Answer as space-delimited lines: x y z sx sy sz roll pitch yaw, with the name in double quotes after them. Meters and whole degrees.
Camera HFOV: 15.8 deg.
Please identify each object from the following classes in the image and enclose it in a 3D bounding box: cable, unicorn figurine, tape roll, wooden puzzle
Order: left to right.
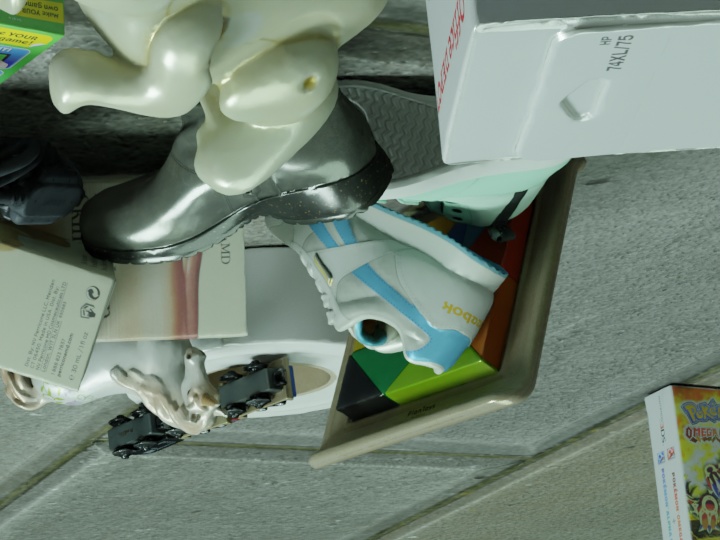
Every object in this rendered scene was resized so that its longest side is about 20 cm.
-0.244 -0.064 1.398 0.162 0.051 0.200 15 -173 16 "cable"
-0.155 0.050 1.725 0.199 0.138 0.074 -16 159 31 "unicorn figurine"
-0.072 0.047 1.850 0.201 0.071 0.203 -3 163 -1 "tape roll"
0.050 0.022 1.635 0.037 0.201 0.184 40 140 -27 "wooden puzzle"

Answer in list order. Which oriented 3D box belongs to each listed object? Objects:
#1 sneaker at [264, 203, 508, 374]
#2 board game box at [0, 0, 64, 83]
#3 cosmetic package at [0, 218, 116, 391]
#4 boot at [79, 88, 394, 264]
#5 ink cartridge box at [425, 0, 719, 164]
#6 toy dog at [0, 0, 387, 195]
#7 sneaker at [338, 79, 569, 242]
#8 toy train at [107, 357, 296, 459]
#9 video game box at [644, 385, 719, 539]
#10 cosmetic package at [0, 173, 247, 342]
0.000 0.000 1.603 0.076 0.081 0.200 28 177 -41 "sneaker"
-0.270 -0.124 1.328 0.199 0.029 0.134 8 160 -34 "board game box"
-0.243 -0.001 1.466 0.199 0.072 0.105 18 -175 -11 "cosmetic package"
-0.087 -0.082 1.413 0.199 0.068 0.131 -13 124 26 "boot"
0.098 -0.161 1.019 0.145 0.201 0.147 -3 163 -4 "ink cartridge box"
-0.072 -0.141 1.153 0.193 0.140 0.200 -25 156 19 "toy dog"
0.026 -0.056 1.531 0.199 0.074 0.118 -3 156 -14 "sneaker"
-0.108 0.099 1.832 0.046 0.034 0.199 6 161 -40 "toy train"
0.345 0.196 2.239 0.199 0.184 0.047 6 157 -30 "video game box"
-0.171 -0.007 1.573 0.198 0.104 0.087 -3 -177 -9 "cosmetic package"
